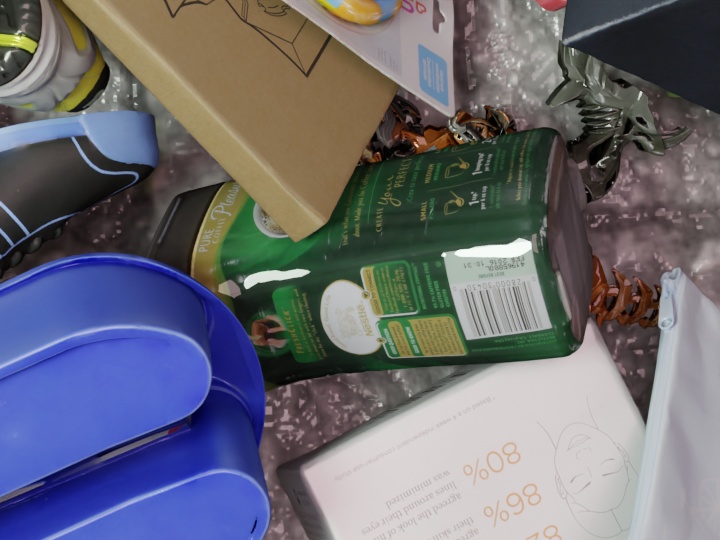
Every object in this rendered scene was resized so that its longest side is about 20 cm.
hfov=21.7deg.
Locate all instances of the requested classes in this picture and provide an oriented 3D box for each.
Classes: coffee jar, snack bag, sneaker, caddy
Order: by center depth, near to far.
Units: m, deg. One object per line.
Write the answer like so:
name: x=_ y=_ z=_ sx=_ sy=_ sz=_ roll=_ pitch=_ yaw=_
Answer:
caddy: x=-0.130 y=0.079 z=0.764 sx=0.199 sy=0.105 sz=0.142 roll=-23 pitch=112 yaw=-7
sneaker: x=-0.174 y=-0.012 z=0.795 sx=0.199 sy=0.070 sz=0.078 roll=-16 pitch=90 yaw=-18
sneaker: x=-0.182 y=-0.126 z=0.809 sx=0.075 sy=0.076 sz=0.200 roll=-46 pitch=56 yaw=7
coffee jar: x=0.000 y=0.000 z=0.841 sx=0.199 sy=0.104 sz=0.086 roll=-8 pitch=122 yaw=17
snack bag: x=0.190 y=0.122 z=0.856 sx=0.200 sy=0.021 sz=0.189 roll=39 pitch=44 yaw=-22

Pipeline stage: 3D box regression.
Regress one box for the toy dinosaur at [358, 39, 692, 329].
toy dinosaur: x=0.086 y=-0.037 z=0.909 sx=0.200 sy=0.102 sz=0.136 roll=33 pitch=97 yaw=-22

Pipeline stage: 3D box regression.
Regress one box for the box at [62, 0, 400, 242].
box: x=-0.061 y=-0.132 z=0.812 sx=0.200 sy=0.021 sz=0.164 roll=47 pitch=42 yaw=-19

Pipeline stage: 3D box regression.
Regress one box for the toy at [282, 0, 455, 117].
toy: x=-0.017 y=-0.164 z=0.819 sx=0.200 sy=0.047 sz=0.116 roll=28 pitch=46 yaw=-33

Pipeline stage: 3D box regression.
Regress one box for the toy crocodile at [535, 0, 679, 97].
toy crocodile: x=0.094 y=-0.156 z=0.916 sx=0.199 sy=0.068 sz=0.062 roll=31 pitch=83 yaw=-5

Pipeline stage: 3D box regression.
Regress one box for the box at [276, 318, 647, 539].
box: x=0.074 y=0.146 z=0.870 sx=0.152 sy=0.106 sz=0.201 roll=-26 pitch=89 yaw=-10

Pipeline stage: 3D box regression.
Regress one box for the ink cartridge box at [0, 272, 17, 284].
ink cartridge box: x=-0.181 y=0.120 z=0.846 sx=0.147 sy=0.086 sz=0.201 roll=-21 pitch=87 yaw=-9

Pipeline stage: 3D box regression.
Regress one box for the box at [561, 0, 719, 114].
box: x=0.210 y=-0.174 z=0.861 sx=0.199 sy=0.117 sz=0.198 roll=19 pitch=71 yaw=-32
